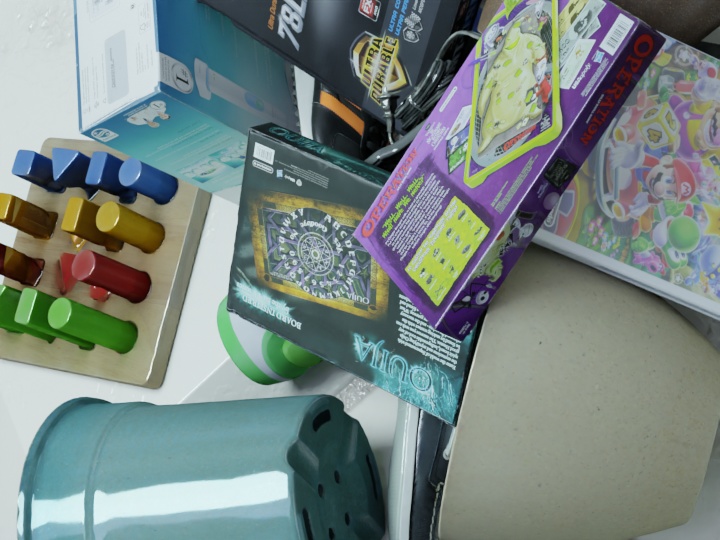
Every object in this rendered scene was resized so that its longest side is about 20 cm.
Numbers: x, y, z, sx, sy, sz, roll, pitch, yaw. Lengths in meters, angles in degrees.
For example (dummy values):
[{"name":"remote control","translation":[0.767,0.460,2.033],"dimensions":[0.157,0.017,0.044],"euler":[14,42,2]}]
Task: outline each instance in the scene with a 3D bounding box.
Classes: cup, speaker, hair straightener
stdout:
[{"name":"cup","translation":[0.141,0.085,0.933],"dimensions":[0.142,0.200,0.202],"euler":[15,82,9]},{"name":"speaker","translation":[-0.007,0.006,1.106],"dimensions":[0.199,0.088,0.089],"euler":[-31,59,22]},{"name":"hair straightener","translation":[0.026,-0.091,0.993],"dimensions":[0.200,0.041,0.077],"euler":[-48,58,43]}]

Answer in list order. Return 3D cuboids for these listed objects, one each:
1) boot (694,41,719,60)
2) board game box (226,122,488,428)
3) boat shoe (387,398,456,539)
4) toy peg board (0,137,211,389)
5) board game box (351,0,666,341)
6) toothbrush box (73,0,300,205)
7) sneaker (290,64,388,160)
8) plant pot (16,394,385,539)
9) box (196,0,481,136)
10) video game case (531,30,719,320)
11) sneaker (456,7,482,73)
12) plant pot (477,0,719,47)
[{"name":"boot","translation":[0.196,-0.086,1.017],"dimensions":[0.200,0.072,0.183],"euler":[36,95,31]},{"name":"board game box","translation":[0.000,0.000,0.996],"dimensions":[0.199,0.028,0.136],"euler":[26,118,30]},{"name":"boat shoe","translation":[0.051,0.112,1.041],"dimensions":[0.060,0.076,0.202],"euler":[3,92,-9]},{"name":"toy peg board","translation":[-0.242,-0.022,1.271],"dimensions":[0.199,0.098,0.201],"euler":[7,78,35]},{"name":"board game box","translation":[0.079,-0.072,0.875],"dimensions":[0.201,0.032,0.120],"euler":[-57,40,13]},{"name":"toothbrush box","translation":[-0.118,-0.150,1.164],"dimensions":[0.085,0.199,0.148],"euler":[-22,64,31]},{"name":"sneaker","translation":[0.002,-0.130,1.158],"dimensions":[0.089,0.070,0.202],"euler":[-17,68,18]},{"name":"plant pot","translation":[-0.098,0.173,1.058],"dimensions":[0.195,0.200,0.202],"euler":[-11,68,22]},{"name":"box","translation":[-0.013,-0.212,1.020],"dimensions":[0.198,0.201,0.050],"euler":[33,53,11]},{"name":"video game case","translation":[0.202,-0.052,0.907],"dimensions":[0.018,0.199,0.144],"euler":[164,126,-73]},{"name":"sneaker","translation":[0.039,-0.169,1.115],"dimensions":[0.199,0.070,0.078],"euler":[32,89,15]},{"name":"plant pot","translation":[0.170,-0.203,0.961],"dimensions":[0.201,0.186,0.187],"euler":[-53,53,10]}]
